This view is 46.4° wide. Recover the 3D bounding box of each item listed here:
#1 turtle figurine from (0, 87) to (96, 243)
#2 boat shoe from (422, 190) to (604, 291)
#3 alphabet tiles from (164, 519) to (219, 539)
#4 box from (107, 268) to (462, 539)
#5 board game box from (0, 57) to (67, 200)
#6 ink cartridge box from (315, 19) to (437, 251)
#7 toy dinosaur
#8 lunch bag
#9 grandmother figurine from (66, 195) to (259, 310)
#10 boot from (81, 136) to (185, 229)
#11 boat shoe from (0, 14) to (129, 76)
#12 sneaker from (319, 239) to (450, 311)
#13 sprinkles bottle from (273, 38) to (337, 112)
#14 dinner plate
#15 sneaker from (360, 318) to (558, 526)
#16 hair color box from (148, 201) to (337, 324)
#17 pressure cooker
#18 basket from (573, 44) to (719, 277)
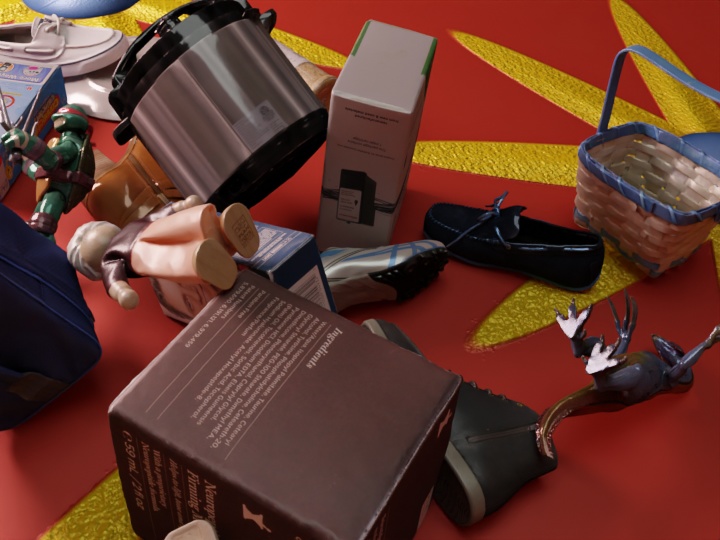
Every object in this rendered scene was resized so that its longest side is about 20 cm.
[{"bbox_3d":[-0.311,-0.095,0.824,0.098,0.150,0.205,10,78,-14],"label":"turtle figurine"},{"bbox_3d":[0.166,-0.045,0.904,0.195,0.070,0.085,13,45,8],"label":"boat shoe"},{"bbox_3d":[-0.118,0.273,0.527,0.197,0.015,0.199,-25,70,3],"label":"alphabet tiles"},{"bbox_3d":[-0.054,0.140,0.629,0.197,0.168,0.165,24,46,19],"label":"box"},{"bbox_3d":[-0.475,-0.176,0.980,0.195,0.057,0.198,8,45,4],"label":"board game box"},{"bbox_3d":[0.014,-0.130,0.882,0.081,0.202,0.148,15,45,4],"label":"ink cartridge box"},{"bbox_3d":[0.241,0.091,0.764,0.201,0.181,0.105,-52,40,3],"label":"toy dinosaur"},{"bbox_3d":[-0.314,0.032,0.680,0.135,0.200,0.133,-40,52,3],"label":"lunch bag"},{"bbox_3d":[-0.173,-0.021,0.696,0.197,0.061,0.122,-2,34,37],"label":"grandmother figurine"},{"bbox_3d":[-0.206,-0.102,0.928,0.154,0.074,0.199,36,60,25],"label":"boot"},{"bbox_3d":[-0.397,-0.290,1.072,0.195,0.066,0.074,-9,44,2],"label":"boat shoe"},{"bbox_3d":[0.000,0.000,0.841,0.196,0.073,0.073,-16,54,-22],"label":"sneaker"},{"bbox_3d":[-0.111,-0.262,1.092,0.199,0.069,0.068,37,53,28],"label":"sprinkles bottle"},{"bbox_3d":[-0.299,-0.263,1.109,0.195,0.025,0.203,3,46,-3],"label":"dinner plate"},{"bbox_3d":[0.079,0.117,0.741,0.104,0.075,0.202,-17,58,-28],"label":"sneaker"},{"bbox_3d":[-0.116,0.008,0.759,0.197,0.102,0.060,15,42,40],"label":"hair color box"},{"bbox_3d":[-0.143,-0.171,0.848,0.201,0.178,0.176,51,37,-2],"label":"pressure cooker"},{"bbox_3d":[0.317,-0.115,0.892,0.137,0.203,0.176,-26,54,-28],"label":"basket"}]
